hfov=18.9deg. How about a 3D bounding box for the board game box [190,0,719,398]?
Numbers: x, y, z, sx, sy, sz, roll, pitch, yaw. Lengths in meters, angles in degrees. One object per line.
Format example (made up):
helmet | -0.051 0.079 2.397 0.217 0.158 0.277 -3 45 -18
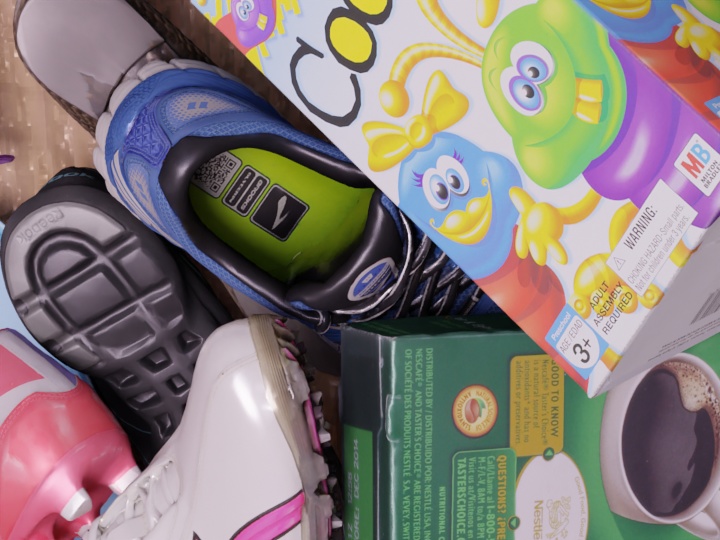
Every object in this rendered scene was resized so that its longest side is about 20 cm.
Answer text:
board game box | 0.058 -0.074 0.713 0.200 0.105 0.103 45 128 20

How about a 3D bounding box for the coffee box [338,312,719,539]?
coffee box | 0.089 0.075 0.756 0.199 0.044 0.124 -3 96 -25

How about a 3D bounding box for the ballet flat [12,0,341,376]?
ballet flat | -0.053 -0.037 0.814 0.200 0.046 0.067 43 92 -16

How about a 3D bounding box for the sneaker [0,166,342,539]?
sneaker | -0.061 0.043 0.827 0.075 0.079 0.201 -28 108 8

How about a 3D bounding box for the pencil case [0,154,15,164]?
pencil case | -0.242 -0.058 0.845 0.199 0.084 0.086 -15 90 12

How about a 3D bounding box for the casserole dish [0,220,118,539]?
casserole dish | -0.152 0.068 0.862 0.121 0.039 0.201 -25 91 13

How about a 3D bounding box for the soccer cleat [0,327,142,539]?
soccer cleat | -0.154 0.110 0.806 0.077 0.067 0.200 49 121 18

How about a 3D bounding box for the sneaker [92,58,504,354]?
sneaker | 0.000 0.000 0.761 0.199 0.089 0.079 26 100 -24

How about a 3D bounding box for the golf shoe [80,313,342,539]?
golf shoe | -0.057 0.100 0.746 0.091 0.073 0.201 -3 130 -14
